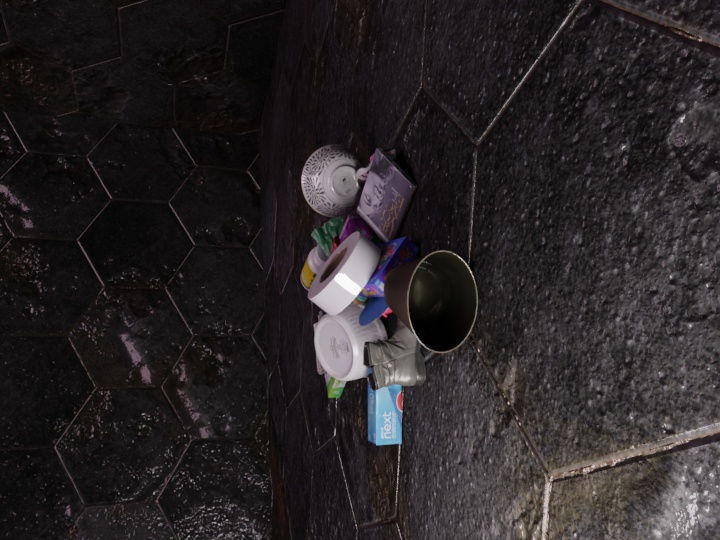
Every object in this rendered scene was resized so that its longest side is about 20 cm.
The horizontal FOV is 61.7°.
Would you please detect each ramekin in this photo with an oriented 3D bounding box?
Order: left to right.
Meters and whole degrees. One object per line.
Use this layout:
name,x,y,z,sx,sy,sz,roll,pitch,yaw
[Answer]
ramekin,-0.032,0.186,1.553,0.199,0.104,0.204,15,110,46

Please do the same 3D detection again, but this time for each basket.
basket,0.123,0.047,1.161,0.200,0.134,0.184,-159,67,-75

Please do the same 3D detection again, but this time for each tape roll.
tape roll,-0.039,0.006,1.440,0.203,0.070,0.203,-49,14,16

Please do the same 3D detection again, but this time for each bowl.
bowl,-0.056,-0.243,1.656,0.094,0.198,0.204,-153,66,-67

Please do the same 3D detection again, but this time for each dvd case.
dvd case,0.059,-0.174,1.470,0.149,0.016,0.201,50,142,28

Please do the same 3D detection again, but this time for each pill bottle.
pill bottle,-0.130,-0.014,2.011,0.201,0.109,0.113,120,147,-58

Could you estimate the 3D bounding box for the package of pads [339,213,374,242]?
package of pads,-0.020,-0.059,1.719,0.201,0.074,0.122,121,143,-58

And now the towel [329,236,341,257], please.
towel,-0.064,0.011,1.704,0.201,0.022,0.146,111,143,-60

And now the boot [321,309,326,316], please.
boot,-0.084,0.121,1.713,0.138,0.076,0.203,-135,45,-57

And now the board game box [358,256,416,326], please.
board game box,0.074,0.054,1.376,0.201,0.039,0.158,-57,14,-19

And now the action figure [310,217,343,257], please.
action figure,-0.070,-0.064,1.882,0.118,0.055,0.202,-36,59,18

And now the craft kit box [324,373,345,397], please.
craft kit box,-0.078,0.269,1.930,0.201,0.048,0.200,110,158,-46

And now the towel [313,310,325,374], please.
towel,-0.112,0.220,1.920,0.193,0.034,0.203,138,132,-67

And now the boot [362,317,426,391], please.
boot,0.068,0.159,1.319,0.068,0.129,0.203,125,143,-59

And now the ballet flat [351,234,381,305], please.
ballet flat,0.000,0.000,1.574,0.072,0.067,0.203,-17,52,47

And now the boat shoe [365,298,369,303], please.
boat shoe,0.006,0.156,1.644,0.070,0.070,0.203,-41,-31,-60

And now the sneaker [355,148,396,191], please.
sneaker,0.042,-0.231,1.542,0.200,0.079,0.088,131,127,-72

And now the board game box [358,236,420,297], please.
board game box,0.050,-0.004,1.419,0.135,0.045,0.200,-55,13,-12

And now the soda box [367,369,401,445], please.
soda box,0.058,0.307,1.440,0.064,0.067,0.204,164,107,-71
